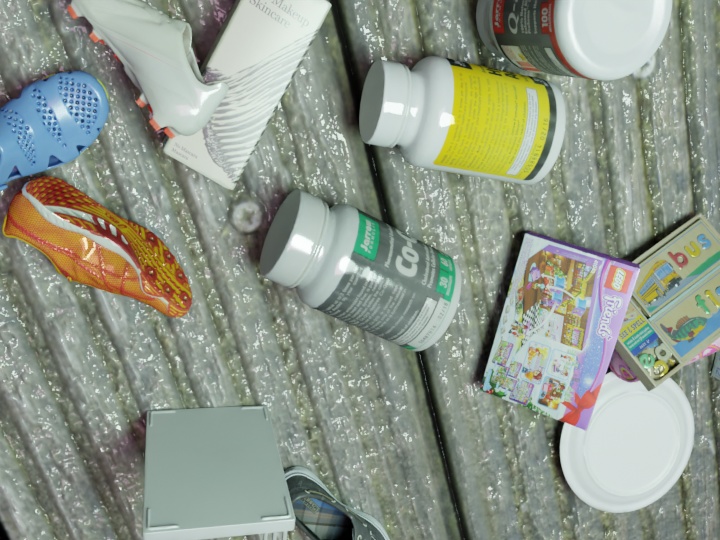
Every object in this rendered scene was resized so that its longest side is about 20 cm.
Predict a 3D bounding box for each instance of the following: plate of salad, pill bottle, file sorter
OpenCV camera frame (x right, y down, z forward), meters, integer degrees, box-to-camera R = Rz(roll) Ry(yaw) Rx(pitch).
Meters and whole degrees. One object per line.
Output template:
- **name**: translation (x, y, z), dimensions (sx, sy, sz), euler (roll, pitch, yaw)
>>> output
- **plate of salad**: translation (0.357, 0.227, 0.975), dimensions (0.195, 0.048, 0.205), euler (-2, 99, -10)
- **pill bottle**: translation (0.000, 0.000, 0.767), dimensions (0.197, 0.113, 0.115), euler (24, 99, -22)
- **pill bottle**: translation (0.193, -0.250, 0.699), dimensions (0.113, 0.200, 0.119), euler (-5, 108, -15)
- **pill bottle**: translation (0.102, -0.157, 0.750), dimensions (0.195, 0.111, 0.114), euler (6, 105, -18)
- **file sorter**: translation (-0.155, 0.250, 0.755), dimensions (0.135, 0.200, 0.127), euler (1, 111, -16)

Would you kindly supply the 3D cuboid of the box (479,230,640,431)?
- **box**: translation (0.234, 0.070, 0.859), dimensions (0.134, 0.039, 0.205), euler (19, 104, 17)

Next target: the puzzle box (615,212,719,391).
- **puzzle box**: translation (0.385, 0.034, 0.883), dimensions (0.198, 0.026, 0.134), euler (-34, 73, -11)

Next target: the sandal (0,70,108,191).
- **sandal**: translation (-0.318, -0.113, 0.656), dimensions (0.198, 0.087, 0.080), euler (-35, 111, -5)

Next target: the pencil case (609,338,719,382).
- **pencil case**: translation (0.408, 0.075, 0.924), dimensions (0.196, 0.088, 0.089), euler (-18, 111, -8)

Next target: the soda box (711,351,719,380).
- **soda box**: translation (0.537, 0.060, 0.967), dimensions (0.067, 0.063, 0.205), euler (1, 106, -16)

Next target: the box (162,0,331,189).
- **box**: translation (-0.113, -0.188, 0.701), dimensions (0.081, 0.068, 0.203), euler (26, 98, -20)

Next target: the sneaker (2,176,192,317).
- **sneaker**: translation (-0.256, -0.014, 0.724), dimensions (0.199, 0.074, 0.077), euler (38, 119, -22)

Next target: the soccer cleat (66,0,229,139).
- **soccer cleat**: translation (-0.194, -0.212, 0.645), dimensions (0.077, 0.069, 0.201), euler (-37, 86, 6)

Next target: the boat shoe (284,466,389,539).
- **boat shoe**: translation (-0.025, 0.318, 0.882), dimensions (0.070, 0.066, 0.201), euler (-40, 113, -1)
